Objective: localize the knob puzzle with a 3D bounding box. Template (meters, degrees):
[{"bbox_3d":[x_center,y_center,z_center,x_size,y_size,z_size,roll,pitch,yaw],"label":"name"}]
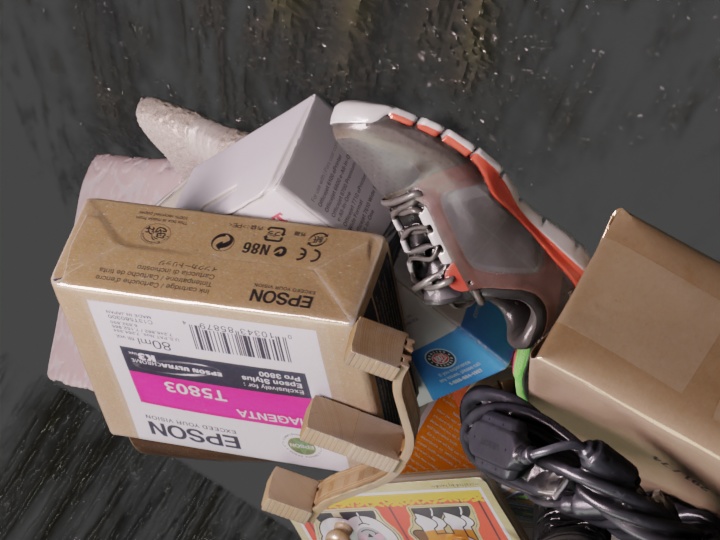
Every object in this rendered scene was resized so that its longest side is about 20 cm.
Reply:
[{"bbox_3d":[0.050,0.228,1.608,0.218,0.031,0.221,13,136,13],"label":"knob puzzle"}]

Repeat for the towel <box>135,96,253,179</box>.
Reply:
[{"bbox_3d":[-0.075,-0.052,1.607,0.132,0.035,0.200,22,164,35],"label":"towel"}]

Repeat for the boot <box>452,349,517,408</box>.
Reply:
[{"bbox_3d":[0.136,0.103,1.641,0.200,0.075,0.107,34,-171,-36],"label":"boot"}]

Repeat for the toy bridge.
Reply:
[{"bbox_3d":[-0.003,0.100,1.334,0.067,0.027,0.200,19,142,-7],"label":"toy bridge"}]

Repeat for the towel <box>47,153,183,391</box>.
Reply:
[{"bbox_3d":[-0.184,0.004,1.752,0.032,0.193,0.200,11,179,-30],"label":"towel"}]

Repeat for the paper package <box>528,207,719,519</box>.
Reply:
[{"bbox_3d":[0.204,0.077,1.276,0.199,0.104,0.191,29,167,11],"label":"paper package"}]

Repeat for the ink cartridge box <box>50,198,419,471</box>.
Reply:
[{"bbox_3d":[-0.075,0.043,1.378,0.198,0.075,0.165,7,142,17],"label":"ink cartridge box"}]

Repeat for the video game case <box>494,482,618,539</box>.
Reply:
[{"bbox_3d":[0.175,0.171,1.601,0.198,0.024,0.182,10,157,-18],"label":"video game case"}]

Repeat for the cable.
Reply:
[{"bbox_3d":[0.134,0.121,1.291,0.162,0.051,0.200,27,174,-15],"label":"cable"}]

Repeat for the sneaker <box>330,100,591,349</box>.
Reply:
[{"bbox_3d":[0.053,-0.023,1.303,0.200,0.082,0.077,37,166,-22],"label":"sneaker"}]

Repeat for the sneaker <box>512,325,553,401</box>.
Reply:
[{"bbox_3d":[0.172,0.078,1.442,0.083,0.077,0.199,11,166,46],"label":"sneaker"}]

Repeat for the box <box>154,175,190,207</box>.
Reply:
[{"bbox_3d":[-0.088,0.033,1.594,0.200,0.078,0.095,50,169,-4],"label":"box"}]

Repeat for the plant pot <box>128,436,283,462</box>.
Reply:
[{"bbox_3d":[-0.067,0.082,1.825,0.199,0.188,0.187,12,161,18],"label":"plant pot"}]

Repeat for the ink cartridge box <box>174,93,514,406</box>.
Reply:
[{"bbox_3d":[-0.010,-0.003,1.424,0.200,0.084,0.145,38,143,-22],"label":"ink cartridge box"}]

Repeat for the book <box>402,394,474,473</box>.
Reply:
[{"bbox_3d":[0.079,0.172,1.699,0.133,0.201,0.048,34,168,-9],"label":"book"}]

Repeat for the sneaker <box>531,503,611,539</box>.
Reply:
[{"bbox_3d":[0.136,0.173,1.447,0.059,0.105,0.200,2,155,6],"label":"sneaker"}]
